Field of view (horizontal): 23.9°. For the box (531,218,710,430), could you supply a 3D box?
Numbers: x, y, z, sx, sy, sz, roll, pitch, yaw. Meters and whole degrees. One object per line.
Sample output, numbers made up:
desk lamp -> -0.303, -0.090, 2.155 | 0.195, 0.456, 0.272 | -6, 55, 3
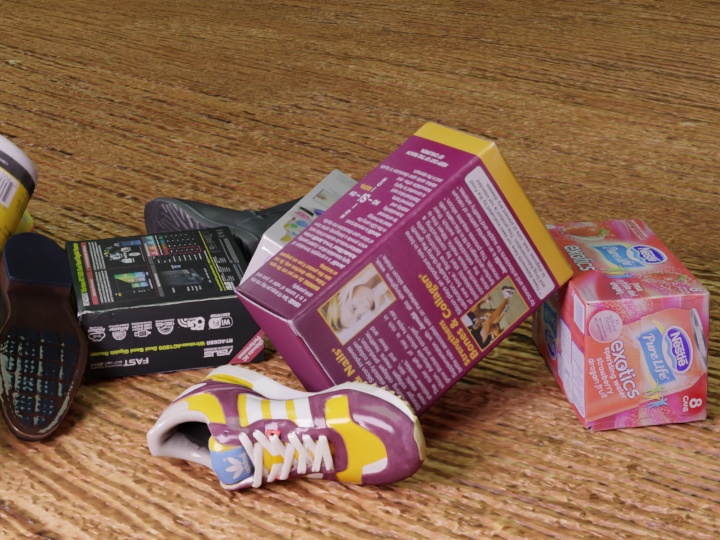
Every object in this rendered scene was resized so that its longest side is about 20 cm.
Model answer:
box -> 0.194, 0.037, 1.301 | 0.094, 0.103, 0.200 | -3, 17, -5

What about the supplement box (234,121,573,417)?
supplement box -> 0.033, 0.009, 1.229 | 0.200, 0.131, 0.103 | -40, 28, -13

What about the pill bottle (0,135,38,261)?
pill bottle -> -0.345, -0.014, 1.346 | 0.114, 0.201, 0.114 | 19, -20, 7

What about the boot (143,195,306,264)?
boot -> -0.085, -0.051, 1.647 | 0.164, 0.066, 0.200 | 24, 34, 37

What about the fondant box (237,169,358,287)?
fondant box -> 0.000, 0.000, 1.403 | 0.144, 0.058, 0.200 | 32, 23, 4

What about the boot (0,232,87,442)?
boot -> -0.259, 0.073, 1.318 | 0.074, 0.097, 0.201 | 11, 42, -19

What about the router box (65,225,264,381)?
router box -> -0.170, 0.024, 1.439 | 0.149, 0.062, 0.200 | -5, 19, -11

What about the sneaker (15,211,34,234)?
sneaker -> -0.399, -0.040, 1.665 | 0.199, 0.090, 0.078 | -7, 53, 41

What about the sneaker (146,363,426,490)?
sneaker -> -0.051, 0.119, 1.145 | 0.199, 0.075, 0.090 | 4, 27, 37
